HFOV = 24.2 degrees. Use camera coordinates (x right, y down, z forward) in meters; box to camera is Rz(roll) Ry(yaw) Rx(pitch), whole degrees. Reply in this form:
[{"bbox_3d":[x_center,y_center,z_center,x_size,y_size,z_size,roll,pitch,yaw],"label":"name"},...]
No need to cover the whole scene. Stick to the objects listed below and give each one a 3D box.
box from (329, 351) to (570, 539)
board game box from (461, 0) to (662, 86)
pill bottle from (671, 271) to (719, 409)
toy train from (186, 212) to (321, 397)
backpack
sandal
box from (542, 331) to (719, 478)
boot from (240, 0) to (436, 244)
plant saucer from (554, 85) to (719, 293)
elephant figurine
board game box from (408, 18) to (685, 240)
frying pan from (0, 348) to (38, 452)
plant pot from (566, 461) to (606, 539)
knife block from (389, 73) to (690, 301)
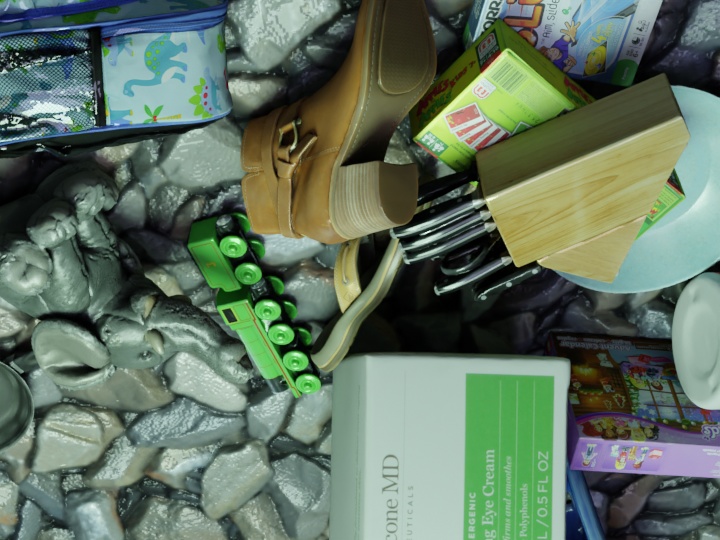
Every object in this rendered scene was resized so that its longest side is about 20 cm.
[{"bbox_3d":[0.068,0.167,1.372,0.169,0.200,0.202,2,85,-7],"label":"box"},{"bbox_3d":[0.164,-0.237,1.224,0.134,0.035,0.201,7,126,-12],"label":"board game box"},{"bbox_3d":[0.375,0.058,1.417,0.198,0.114,0.115,0,128,-16],"label":"pill bottle"},{"bbox_3d":[-0.087,0.034,1.399,0.056,0.042,0.201,-13,128,16],"label":"toy train"},{"bbox_3d":[-0.189,-0.159,1.153,0.198,0.183,0.149,-5,108,-14],"label":"backpack"},{"bbox_3d":[0.000,0.000,1.370,0.054,0.080,0.201,32,124,-2],"label":"sandal"},{"bbox_3d":[0.265,0.116,1.439,0.198,0.138,0.039,4,127,-10],"label":"box"},{"bbox_3d":[-0.021,-0.120,1.261,0.154,0.203,0.076,-3,175,45],"label":"boot"},{"bbox_3d":[0.226,-0.072,1.354,0.198,0.039,0.203,-3,127,-4],"label":"plant saucer"},{"bbox_3d":[-0.204,0.028,1.314,0.141,0.155,0.201,-38,116,-5],"label":"elephant figurine"},{"bbox_3d":[0.143,-0.090,1.278,0.199,0.048,0.101,35,117,-26],"label":"board game box"},{"bbox_3d":[-0.317,0.085,1.415,0.114,0.031,0.191,23,118,-22],"label":"frying pan"},{"bbox_3d":[0.150,0.317,1.548,0.198,0.201,0.181,-20,134,8],"label":"plant pot"},{"bbox_3d":[0.122,-0.065,1.224,0.174,0.064,0.201,14,124,-15],"label":"knife block"}]
